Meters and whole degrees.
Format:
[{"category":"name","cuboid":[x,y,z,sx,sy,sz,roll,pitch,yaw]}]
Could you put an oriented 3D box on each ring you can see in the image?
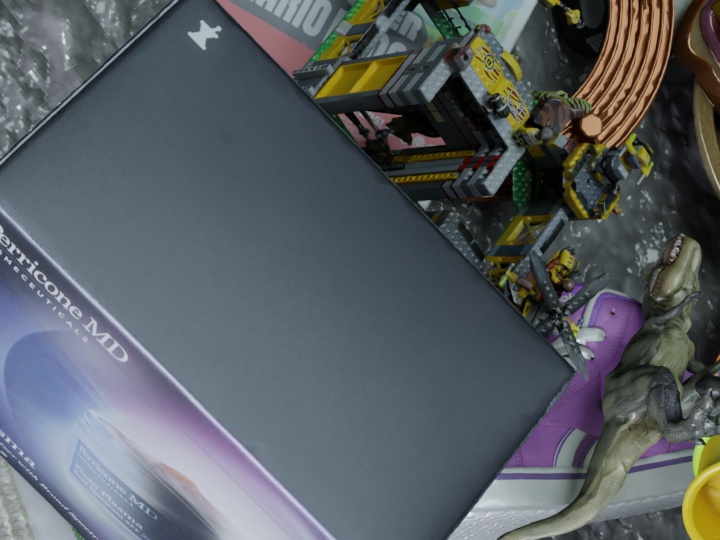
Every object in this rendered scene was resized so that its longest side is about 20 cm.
[{"category":"ring","cuboid":[0.062,-0.135,0.941,0.200,0.019,0.201,1,84,-9]}]

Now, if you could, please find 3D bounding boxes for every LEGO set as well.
[{"category":"LEGO set","cuboid":[0.066,-0.059,0.833,0.154,0.116,0.200,-44,116,-33]}]

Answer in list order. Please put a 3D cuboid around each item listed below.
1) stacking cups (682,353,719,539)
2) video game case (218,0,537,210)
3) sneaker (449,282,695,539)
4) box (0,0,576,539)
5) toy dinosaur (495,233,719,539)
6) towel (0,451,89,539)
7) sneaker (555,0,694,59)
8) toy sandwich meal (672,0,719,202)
[{"category":"stacking cups","cuboid":[0.195,0.059,0.911,0.060,0.060,0.200,43,33,-10]},{"category":"video game case","cuboid":[0.014,-0.147,0.915,0.143,0.017,0.200,29,79,-6]},{"category":"sneaker","cuboid":[0.085,0.065,0.906,0.200,0.073,0.115,-3,73,-39]},{"category":"box","cuboid":[-0.061,0.031,0.731,0.200,0.198,0.123,45,61,-5]},{"category":"toy dinosaur","cuboid":[0.137,0.057,0.848,0.048,0.088,0.200,58,45,-24]},{"category":"towel","cuboid":[-0.120,0.106,0.810,0.199,0.031,0.150,-15,80,-28]},{"category":"sneaker","cuboid":[0.157,-0.208,1.031,0.115,0.076,0.201,2,82,-36]},{"category":"toy sandwich meal","cuboid":[0.259,-0.083,0.989,0.204,0.070,0.206,6,72,-19]}]
